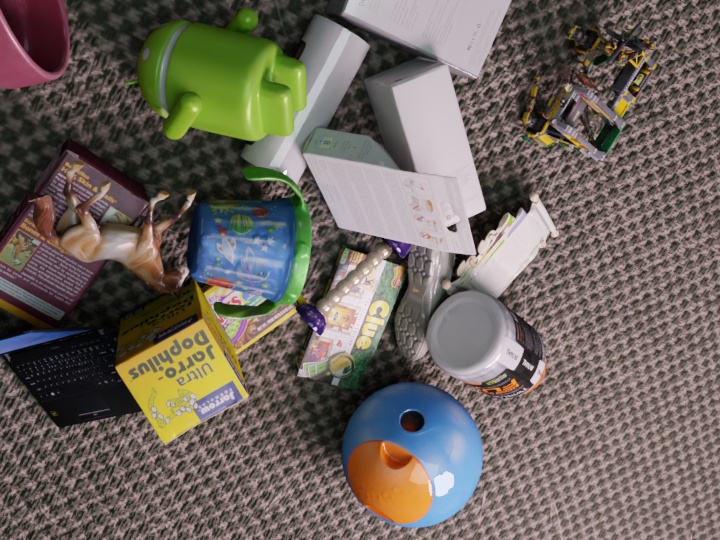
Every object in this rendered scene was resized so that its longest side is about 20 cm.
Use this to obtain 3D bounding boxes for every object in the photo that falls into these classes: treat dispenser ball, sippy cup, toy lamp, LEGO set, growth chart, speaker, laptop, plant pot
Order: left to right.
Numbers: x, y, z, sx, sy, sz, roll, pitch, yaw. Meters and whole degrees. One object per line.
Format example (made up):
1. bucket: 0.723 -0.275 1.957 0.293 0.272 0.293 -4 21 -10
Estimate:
1. plant pot: -0.418 -0.271 0.796 0.179 0.200 0.200 -13 113 3
2. laptop: -0.374 0.134 0.946 0.177 0.103 0.200 -14 119 24
3. sippy cup: -0.141 -0.030 0.970 0.130 0.140 0.178 7 82 -21
4. speaker: -0.068 -0.210 0.985 0.081 0.081 0.200 26 99 -25
5. toy lamp: 0.000 0.000 1.072 0.200 0.058 0.058 -43 116 -3
6. treat dispenser ball: 0.073 0.260 1.130 0.201 0.201 0.201 -6 110 -17
7. growth chart: 0.203 -0.021 1.135 0.200 0.018 0.145 -46 142 -6
8. LEGO set: 0.287 -0.248 1.052 0.116 0.154 0.200 25 107 -42

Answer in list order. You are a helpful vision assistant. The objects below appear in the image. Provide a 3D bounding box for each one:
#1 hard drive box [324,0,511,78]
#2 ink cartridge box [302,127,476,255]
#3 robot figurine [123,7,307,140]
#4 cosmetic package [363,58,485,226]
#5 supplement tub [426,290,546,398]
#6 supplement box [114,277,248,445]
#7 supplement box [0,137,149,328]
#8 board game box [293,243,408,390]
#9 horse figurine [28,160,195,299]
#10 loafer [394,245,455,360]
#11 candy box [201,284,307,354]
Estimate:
1. hard drive box: 0.081 -0.352 0.988 0.200 0.077 0.156 19 101 -24
2. ink cartridge box: 0.044 -0.096 0.977 0.047 0.200 0.160 -66 154 -25
3. robot figurine: -0.164 -0.217 0.909 0.200 0.176 0.116 16 149 10
4. cosmetic package: 0.084 -0.165 1.038 0.085 0.108 0.200 -23 115 -10
5. supplement tub: 0.187 0.112 1.131 0.123 0.123 0.200 -53 143 4
6. supplement box: -0.216 0.099 0.950 0.109 0.200 0.110 -30 108 -7
7. supplement box: -0.355 -0.041 0.943 0.110 0.086 0.200 35 95 -27
8. board game box: -0.014 0.070 1.134 0.105 0.023 0.200 15 103 -25
9. horse figurine: -0.275 -0.045 0.887 0.200 0.050 0.133 12 122 -33
10. loafer: 0.097 0.037 1.133 0.070 0.070 0.200 -16 128 -41
11. candy box: -0.181 0.062 1.072 0.200 0.026 0.102 -36 112 -4
